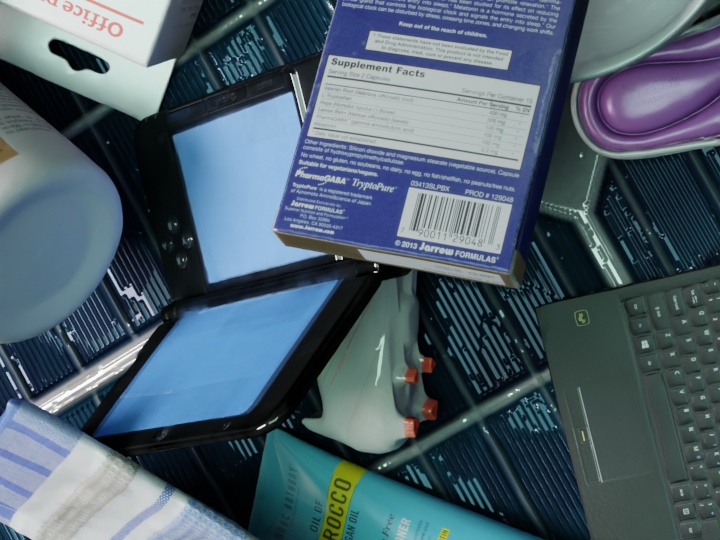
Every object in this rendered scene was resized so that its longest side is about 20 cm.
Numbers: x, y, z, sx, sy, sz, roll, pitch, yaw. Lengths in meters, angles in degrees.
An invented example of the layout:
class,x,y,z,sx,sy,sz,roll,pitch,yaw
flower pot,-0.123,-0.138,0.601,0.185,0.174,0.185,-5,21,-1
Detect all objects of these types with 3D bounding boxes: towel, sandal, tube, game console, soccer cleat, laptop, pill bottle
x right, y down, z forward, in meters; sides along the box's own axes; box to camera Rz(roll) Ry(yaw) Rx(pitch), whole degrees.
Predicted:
class,x,y,z,sx,sy,sz,roll,pitch,yaw
towel,-0.121,0.144,1.145,0.199,0.024,0.147,33,150,-8
sandal,0.200,-0.102,1.059,0.202,0.050,0.083,-23,91,20
tube,0.029,0.151,1.160,0.199,0.050,0.078,16,95,23
game console,-0.080,-0.005,1.099,0.199,0.116,0.177,-13,92,50
soccer cleat,0.000,0.000,1.139,0.077,0.069,0.202,5,101,23
laptop,0.189,0.088,1.059,0.199,0.103,0.179,-13,92,21
pill bottle,-0.232,-0.058,1.170,0.200,0.114,0.115,39,109,33

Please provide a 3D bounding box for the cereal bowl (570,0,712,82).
class,x,y,z,sx,sy,sz,roll,pitch,yaw
cereal bowl,0.103,-0.194,1.066,0.199,0.083,0.202,2,97,20

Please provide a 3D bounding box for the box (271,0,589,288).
class,x,y,z,sx,sy,sz,roll,pitch,yaw
box,0.041,-0.099,1.014,0.120,0.032,0.201,11,77,18

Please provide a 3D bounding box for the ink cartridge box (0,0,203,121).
class,x,y,z,sx,sy,sz,roll,pitch,yaw
ink cartridge box,-0.137,-0.189,1.156,0.115,0.067,0.201,23,104,6
